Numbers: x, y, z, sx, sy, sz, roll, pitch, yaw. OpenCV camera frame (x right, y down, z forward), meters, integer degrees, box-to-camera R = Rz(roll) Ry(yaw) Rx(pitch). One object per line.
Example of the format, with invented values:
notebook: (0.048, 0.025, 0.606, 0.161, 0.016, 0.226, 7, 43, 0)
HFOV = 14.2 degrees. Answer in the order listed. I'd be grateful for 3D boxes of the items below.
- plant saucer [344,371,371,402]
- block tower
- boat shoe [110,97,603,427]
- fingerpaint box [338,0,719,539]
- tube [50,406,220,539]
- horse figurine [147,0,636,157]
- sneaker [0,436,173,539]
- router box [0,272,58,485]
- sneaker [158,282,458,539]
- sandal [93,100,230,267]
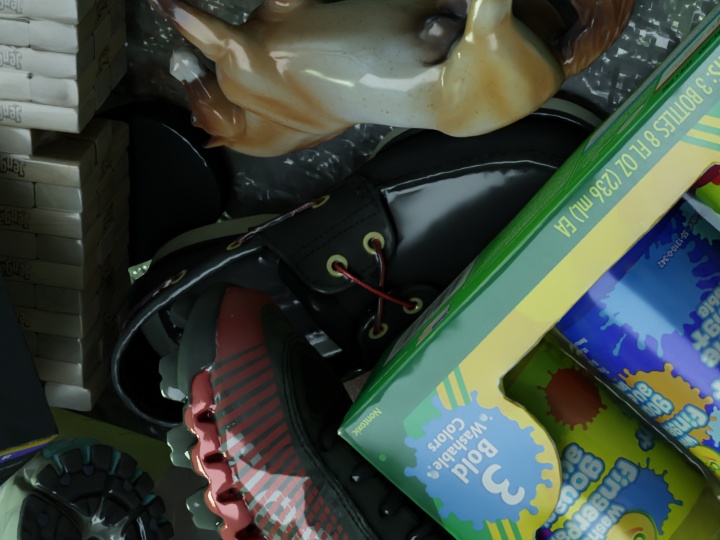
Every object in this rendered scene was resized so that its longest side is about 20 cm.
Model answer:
plant saucer: (0.010, 0.111, 1.103, 0.199, 0.037, 0.201, 15, 132, 17)
block tower: (-0.112, -0.052, 0.990, 0.057, 0.054, 0.201, 8, 121, 13)
boat shoe: (0.002, 0.002, 0.986, 0.201, 0.063, 0.074, -22, 117, 29)
fingerpaint box: (0.121, 0.029, 0.894, 0.167, 0.073, 0.200, 42, 116, -5)
tube: (-0.140, 0.069, 1.126, 0.199, 0.052, 0.058, 15, 109, 38)
horse figurine: (0.007, -0.083, 0.922, 0.199, 0.050, 0.133, -5, 137, 26)
sneaker: (-0.098, 0.151, 1.052, 0.086, 0.077, 0.201, 13, 114, 57)
router box: (-0.183, -0.007, 1.006, 0.157, 0.052, 0.201, -37, 71, 60)
sneaker: (0.007, 0.088, 0.951, 0.097, 0.071, 0.201, -20, 100, 25)
sandal: (-0.133, -0.009, 1.073, 0.199, 0.045, 0.075, -22, 116, 40)
